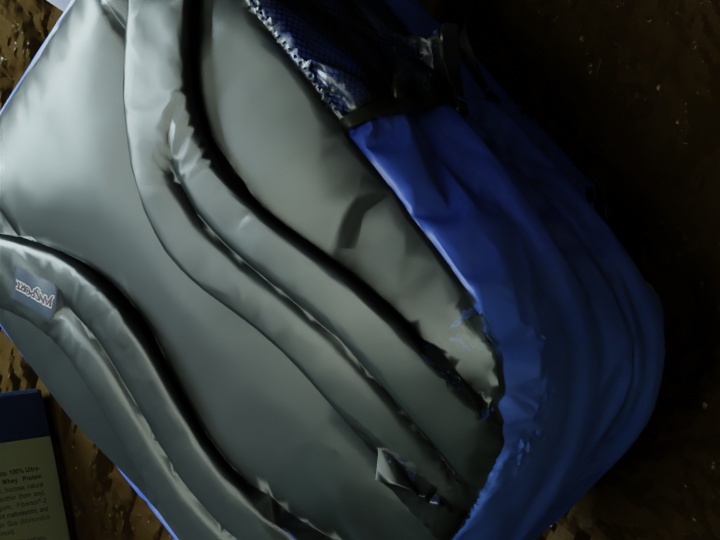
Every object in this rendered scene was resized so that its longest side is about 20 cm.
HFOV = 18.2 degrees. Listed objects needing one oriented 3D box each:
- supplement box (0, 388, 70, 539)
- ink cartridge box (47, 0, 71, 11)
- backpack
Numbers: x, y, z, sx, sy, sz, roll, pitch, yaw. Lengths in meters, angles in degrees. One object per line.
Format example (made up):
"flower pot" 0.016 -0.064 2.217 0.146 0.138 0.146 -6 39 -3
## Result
"supplement box" -0.224 0.171 0.952 0.199 0.134 0.201 -18 81 44
"ink cartridge box" -0.046 -0.131 0.707 0.161 0.199 0.050 -47 60 36
"backpack" 0.000 0.000 0.697 0.200 0.167 0.163 52 129 21
